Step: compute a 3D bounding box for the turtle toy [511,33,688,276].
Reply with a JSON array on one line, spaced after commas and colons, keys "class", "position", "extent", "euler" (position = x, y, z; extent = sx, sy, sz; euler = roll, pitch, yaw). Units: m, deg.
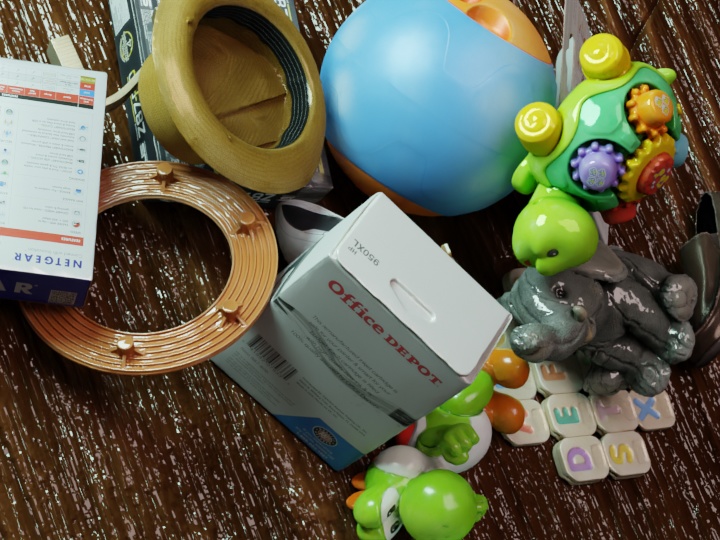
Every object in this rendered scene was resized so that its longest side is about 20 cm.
[{"class": "turtle toy", "position": [0.190, -0.085, 1.673], "extent": [0.200, 0.146, 0.101], "euler": [-47, 61, -3]}]

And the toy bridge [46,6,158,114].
[{"class": "toy bridge", "position": [-0.226, -0.151, 1.632], "extent": [0.200, 0.027, 0.067], "euler": [-21, 78, -22]}]

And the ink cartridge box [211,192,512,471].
[{"class": "ink cartridge box", "position": [-0.002, 0.050, 1.593], "extent": [0.145, 0.200, 0.084], "euler": [43, 51, -8]}]

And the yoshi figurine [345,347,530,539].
[{"class": "yoshi figurine", "position": [0.077, 0.154, 1.656], "extent": [0.112, 0.112, 0.200], "euler": [51, 52, -9]}]

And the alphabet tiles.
[{"class": "alphabet tiles", "position": [0.190, 0.089, 1.822], "extent": [0.196, 0.015, 0.200], "euler": [-2, 68, -34]}]

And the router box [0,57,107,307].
[{"class": "router box", "position": [-0.293, -0.073, 1.530], "extent": [0.200, 0.049, 0.180], "euler": [8, 62, -13]}]

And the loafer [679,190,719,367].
[{"class": "loafer", "position": [0.322, 0.005, 1.926], "extent": [0.071, 0.073, 0.200], "euler": [26, 49, -7]}]

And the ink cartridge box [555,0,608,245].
[{"class": "ink cartridge box", "position": [0.182, -0.134, 1.838], "extent": [0.200, 0.050, 0.162], "euler": [57, 33, -52]}]

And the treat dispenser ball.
[{"class": "treat dispenser ball", "position": [0.064, -0.145, 1.740], "extent": [0.201, 0.201, 0.201], "euler": [15, 59, -27]}]

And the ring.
[{"class": "ring", "position": [-0.162, -0.008, 1.569], "extent": [0.200, 0.019, 0.201], "euler": [-1, 53, 1]}]

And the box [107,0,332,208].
[{"class": "box", "position": [-0.117, -0.151, 1.722], "extent": [0.161, 0.049, 0.200], "euler": [0, 66, -31]}]

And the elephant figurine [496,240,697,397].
[{"class": "elephant figurine", "position": [0.178, 0.024, 1.745], "extent": [0.200, 0.155, 0.142], "euler": [18, 81, -33]}]

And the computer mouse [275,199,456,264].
[{"class": "computer mouse", "position": [0.000, 0.000, 1.651], "extent": [0.044, 0.200, 0.110], "euler": [-48, 137, -28]}]

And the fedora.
[{"class": "fedora", "position": [-0.111, -0.139, 1.621], "extent": [0.201, 0.082, 0.201], "euler": [29, 52, -44]}]
